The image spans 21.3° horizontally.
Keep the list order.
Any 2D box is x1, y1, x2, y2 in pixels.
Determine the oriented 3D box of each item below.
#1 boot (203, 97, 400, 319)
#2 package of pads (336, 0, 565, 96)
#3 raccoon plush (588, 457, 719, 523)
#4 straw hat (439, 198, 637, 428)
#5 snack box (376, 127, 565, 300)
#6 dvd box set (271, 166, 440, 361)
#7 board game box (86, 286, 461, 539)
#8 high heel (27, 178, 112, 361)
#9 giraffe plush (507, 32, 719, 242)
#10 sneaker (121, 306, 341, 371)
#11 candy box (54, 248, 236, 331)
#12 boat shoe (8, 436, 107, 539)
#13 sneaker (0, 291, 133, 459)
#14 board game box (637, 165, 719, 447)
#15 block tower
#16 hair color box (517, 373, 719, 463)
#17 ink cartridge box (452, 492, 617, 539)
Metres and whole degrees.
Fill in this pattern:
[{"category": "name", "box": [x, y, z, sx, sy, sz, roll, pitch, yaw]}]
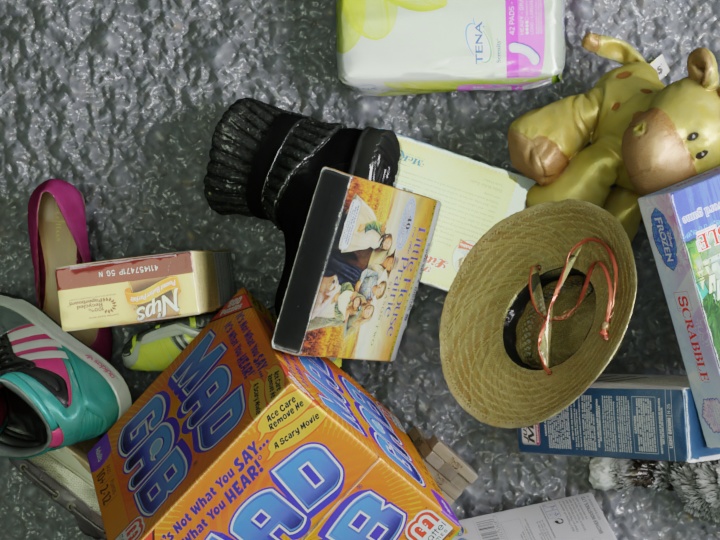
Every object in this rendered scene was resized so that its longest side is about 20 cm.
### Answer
[{"category": "boot", "box": [-0.068, -0.043, 1.617, 0.156, 0.080, 0.212, 11, 62, 20]}, {"category": "package of pads", "box": [0.077, -0.229, 1.647, 0.198, 0.068, 0.156, 0, 89, 6]}, {"category": "raccoon plush", "box": [0.295, 0.182, 1.597, 0.198, 0.134, 0.098, -15, 90, 5]}, {"category": "straw hat", "box": [0.166, 0.045, 1.555, 0.200, 0.085, 0.203, -20, 59, 39]}, {"category": "snack box", "box": [0.090, -0.038, 1.662, 0.198, 0.037, 0.117, 19, 92, 4]}, {"category": "dvd box set", "box": [0.000, 0.000, 1.552, 0.029, 0.200, 0.148, 18, 92, 23]}, {"category": "board game box", "box": [-0.076, 0.179, 1.561, 0.200, 0.200, 0.200, 41, 96, -24]}, {"category": "high heel", "box": [-0.260, 0.023, 1.663, 0.067, 0.096, 0.202, -9, 90, 5]}, {"category": "giraffe plush", "box": [0.243, -0.101, 1.563, 0.172, 0.162, 0.201, 40, 75, -27]}, {"category": "sneaker", "box": [-0.110, 0.073, 1.662, 0.198, 0.075, 0.077, -7, 89, 6]}, {"category": "candy box", "box": [-0.176, 0.015, 1.603, 0.114, 0.200, 0.056, -7, 91, 5]}, {"category": "boat shoe", "box": [-0.223, 0.203, 1.679, 0.200, 0.072, 0.065, 40, 111, -1]}, {"category": "sneaker", "box": [-0.305, 0.094, 1.632, 0.199, 0.120, 0.084, 28, 125, 27]}, {"category": "board game box", "box": [0.324, 0.009, 1.487, 0.199, 0.041, 0.201, -21, 98, -31]}, {"category": "block tower", "box": [0.011, 0.225, 1.654, 0.054, 0.058, 0.200, 41, 95, -25]}, {"category": "hair color box", "box": [0.228, 0.119, 1.564, 0.099, 0.199, 0.061, -4, 91, -36]}, {"category": "ink cartridge box", "box": [0.118, 0.265, 1.590, 0.198, 0.137, 0.077, -10, 114, -6]}]
